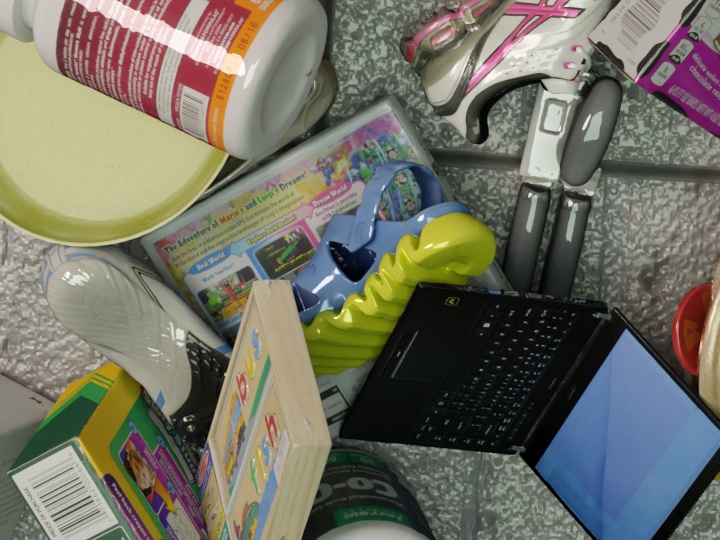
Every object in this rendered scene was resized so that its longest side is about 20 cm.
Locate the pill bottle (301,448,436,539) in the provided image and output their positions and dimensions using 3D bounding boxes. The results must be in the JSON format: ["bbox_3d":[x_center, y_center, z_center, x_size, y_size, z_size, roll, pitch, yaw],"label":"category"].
[{"bbox_3d":[0.000,0.199,1.709,0.113,0.200,0.113,-3,107,-9],"label":"pill bottle"}]

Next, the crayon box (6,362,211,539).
[{"bbox_3d":[-0.136,0.173,1.727,0.058,0.173,0.200,-28,101,13],"label":"crayon box"}]

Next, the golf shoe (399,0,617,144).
[{"bbox_3d":[0.128,-0.159,1.687,0.200,0.073,0.092,-33,82,14],"label":"golf shoe"}]

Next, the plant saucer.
[{"bbox_3d":[-0.167,-0.111,1.706,0.200,0.031,0.200,-2,80,12],"label":"plant saucer"}]

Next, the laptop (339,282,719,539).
[{"bbox_3d":[0.108,0.105,1.697,0.200,0.103,0.177,7,142,-17],"label":"laptop"}]

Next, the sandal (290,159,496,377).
[{"bbox_3d":[0.000,0.000,1.694,0.200,0.079,0.087,-36,60,29],"label":"sandal"}]

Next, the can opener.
[{"bbox_3d":[0.123,-0.036,1.731,0.053,0.066,0.200,13,108,0],"label":"can opener"}]

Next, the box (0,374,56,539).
[{"bbox_3d":[-0.299,0.165,1.734,0.106,0.152,0.200,26,102,11],"label":"box"}]

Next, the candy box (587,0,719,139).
[{"bbox_3d":[0.255,-0.182,1.657,0.136,0.061,0.200,26,106,-44],"label":"candy box"}]

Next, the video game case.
[{"bbox_3d":[-0.016,0.008,1.744,0.200,0.024,0.182,-28,101,20],"label":"video game case"}]

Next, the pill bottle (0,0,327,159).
[{"bbox_3d":[-0.130,-0.154,1.633,0.200,0.110,0.110,26,103,15],"label":"pill bottle"}]

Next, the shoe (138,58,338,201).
[{"bbox_3d":[-0.108,-0.084,1.728,0.200,0.053,0.070,-29,101,8],"label":"shoe"}]

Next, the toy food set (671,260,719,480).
[{"bbox_3d":[0.273,0.038,1.704,0.198,0.049,0.200,-28,122,-36],"label":"toy food set"}]

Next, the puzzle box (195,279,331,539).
[{"bbox_3d":[-0.063,0.119,1.660,0.025,0.133,0.200,0,137,-18],"label":"puzzle box"}]

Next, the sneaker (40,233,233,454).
[{"bbox_3d":[-0.127,0.046,1.736,0.072,0.072,0.200,-38,116,16],"label":"sneaker"}]
